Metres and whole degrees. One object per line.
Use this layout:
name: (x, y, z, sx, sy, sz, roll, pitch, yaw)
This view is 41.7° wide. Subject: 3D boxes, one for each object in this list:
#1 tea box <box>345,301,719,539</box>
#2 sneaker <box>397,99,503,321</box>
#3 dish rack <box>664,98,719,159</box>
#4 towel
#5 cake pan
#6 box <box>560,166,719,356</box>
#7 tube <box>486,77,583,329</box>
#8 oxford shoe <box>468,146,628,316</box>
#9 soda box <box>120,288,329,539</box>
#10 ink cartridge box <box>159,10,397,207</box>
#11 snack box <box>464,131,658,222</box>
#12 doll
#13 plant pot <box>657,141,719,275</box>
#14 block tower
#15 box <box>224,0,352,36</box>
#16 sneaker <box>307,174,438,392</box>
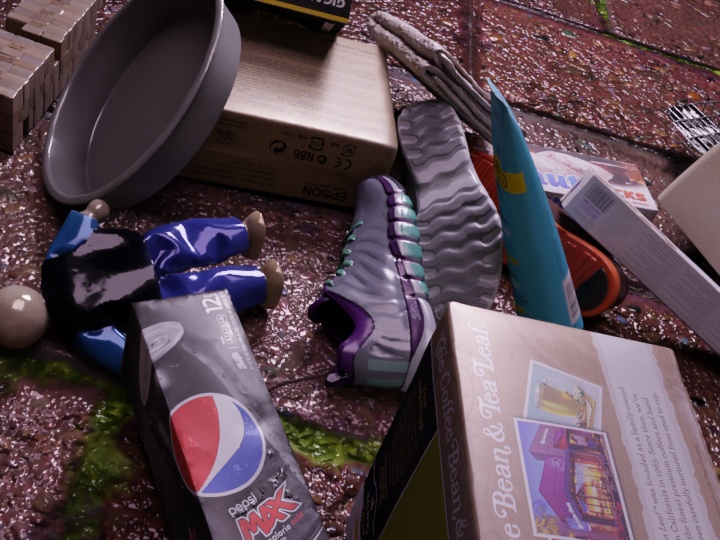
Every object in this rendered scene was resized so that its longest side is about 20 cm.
tea box: (0.077, 0.163, 0.460, 0.131, 0.199, 0.202, 11, 42, -11)
sneaker: (0.077, -0.040, 0.778, 0.073, 0.082, 0.204, -9, 62, 7)
dish rack: (0.432, -0.134, 1.049, 0.196, 0.055, 0.154, -10, 48, -29)
towel: (0.078, -0.177, 0.873, 0.132, 0.035, 0.201, 38, 10, -28)
cake pan: (-0.162, -0.131, 0.704, 0.037, 0.199, 0.203, 34, 26, -41)
box: (0.250, -0.003, 0.785, 0.199, 0.042, 0.039, 41, 18, -4)
tube: (0.125, -0.038, 0.705, 0.049, 0.204, 0.078, -17, 25, 0)
oxford shoe: (0.148, -0.033, 0.819, 0.200, 0.072, 0.072, 48, 25, 24)
soda box: (-0.078, 0.111, 0.534, 0.062, 0.071, 0.202, -8, 54, -29)
ink cartridge box: (-0.074, -0.145, 0.825, 0.195, 0.076, 0.167, 10, 40, -12)
snack box: (0.188, -0.088, 0.914, 0.195, 0.025, 0.073, 8, 43, -15)
doll: (-0.149, 0.015, 0.637, 0.196, 0.048, 0.139, -12, 72, -31)
plant pot: (0.429, -0.056, 0.838, 0.196, 0.179, 0.202, 5, 42, -34)
block tower: (-0.276, -0.176, 0.788, 0.053, 0.058, 0.202, 18, 42, -3)
box: (-0.091, -0.259, 0.880, 0.156, 0.050, 0.200, 13, 6, -9)
sneaker: (0.000, 0.000, 0.703, 0.085, 0.075, 0.202, 1, 45, -15)
